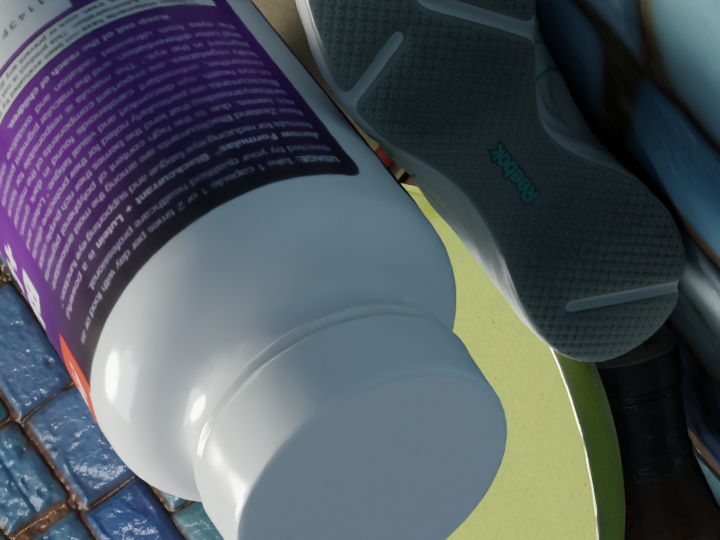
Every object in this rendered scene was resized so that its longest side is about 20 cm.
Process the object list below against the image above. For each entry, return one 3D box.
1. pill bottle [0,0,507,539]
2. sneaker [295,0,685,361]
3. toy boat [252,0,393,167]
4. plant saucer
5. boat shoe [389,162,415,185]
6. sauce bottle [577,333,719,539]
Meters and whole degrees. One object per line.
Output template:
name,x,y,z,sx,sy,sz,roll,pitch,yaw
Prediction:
pill bottle,-0.041,-0.003,0.607,0.200,0.111,0.111,53,175,41
sneaker,0.027,-0.058,0.634,0.200,0.070,0.080,57,176,-33
toy boat,-0.046,-0.114,0.770,0.200,0.131,0.131,53,-156,17
plant saucer,0.042,0.062,0.769,0.200,0.031,0.200,38,135,50
boat shoe,0.060,0.034,0.863,0.068,0.072,0.200,49,172,49
sauce bottle,0.115,0.123,0.764,0.066,0.066,0.200,-144,44,-71
